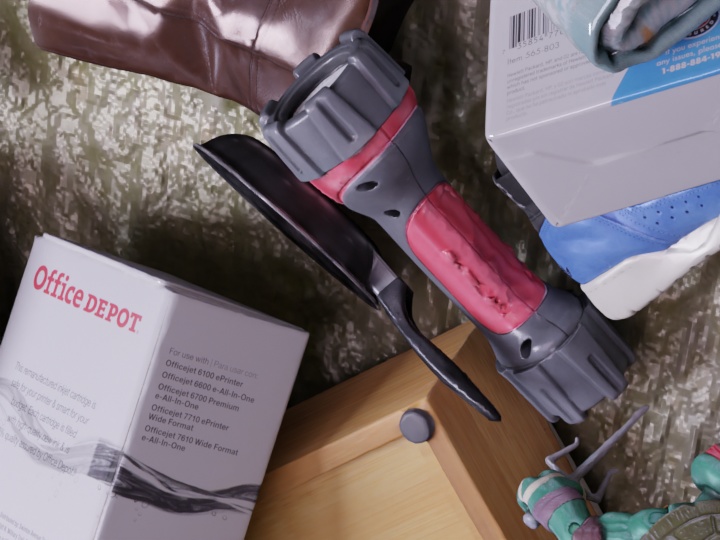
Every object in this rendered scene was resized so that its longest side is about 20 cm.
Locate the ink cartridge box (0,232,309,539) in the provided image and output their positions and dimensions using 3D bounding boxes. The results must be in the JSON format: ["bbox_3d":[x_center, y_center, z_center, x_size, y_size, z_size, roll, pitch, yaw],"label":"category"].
[{"bbox_3d":[-0.119,0.098,1.281,0.145,0.083,0.201,19,91,57],"label":"ink cartridge box"}]

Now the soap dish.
[{"bbox_3d":[0.013,0.133,1.306,0.199,0.081,0.158,-27,95,30],"label":"soap dish"}]

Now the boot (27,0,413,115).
[{"bbox_3d":[-0.062,-0.158,1.254,0.199,0.064,0.187,25,115,22],"label":"boot"}]

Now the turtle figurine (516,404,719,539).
[{"bbox_3d":[0.132,0.138,1.201,0.149,0.101,0.201,29,92,-1],"label":"turtle figurine"}]

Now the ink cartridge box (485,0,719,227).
[{"bbox_3d":[0.117,-0.129,1.109,0.115,0.201,0.068,-15,141,25],"label":"ink cartridge box"}]

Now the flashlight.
[{"bbox_3d":[0.043,-0.015,1.212,0.068,0.068,0.200,-33,110,33],"label":"flashlight"}]

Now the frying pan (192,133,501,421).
[{"bbox_3d":[-0.010,-0.010,1.234,0.031,0.115,0.190,-49,41,-4],"label":"frying pan"}]

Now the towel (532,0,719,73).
[{"bbox_3d":[0.129,-0.185,1.062,0.200,0.171,0.048,-39,132,4],"label":"towel"}]

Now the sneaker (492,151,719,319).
[{"bbox_3d":[0.137,-0.073,1.150,0.111,0.077,0.200,46,128,-6],"label":"sneaker"}]
